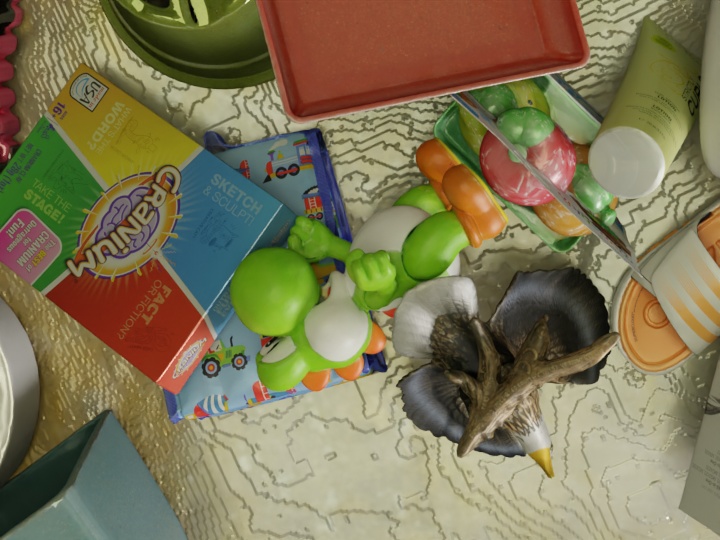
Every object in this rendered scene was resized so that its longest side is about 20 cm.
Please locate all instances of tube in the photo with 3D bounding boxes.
[{"bbox_3d":[0.202,-0.115,1.115,0.051,0.200,0.058,-2,116,25],"label":"tube"}]

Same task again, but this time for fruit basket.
[{"bbox_3d":[0.125,-0.081,1.111,0.185,0.200,0.094,43,97,-2],"label":"fruit basket"}]

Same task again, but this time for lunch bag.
[{"bbox_3d":[-0.080,-0.005,1.199,0.149,0.094,0.202,-15,84,8],"label":"lunch bag"}]

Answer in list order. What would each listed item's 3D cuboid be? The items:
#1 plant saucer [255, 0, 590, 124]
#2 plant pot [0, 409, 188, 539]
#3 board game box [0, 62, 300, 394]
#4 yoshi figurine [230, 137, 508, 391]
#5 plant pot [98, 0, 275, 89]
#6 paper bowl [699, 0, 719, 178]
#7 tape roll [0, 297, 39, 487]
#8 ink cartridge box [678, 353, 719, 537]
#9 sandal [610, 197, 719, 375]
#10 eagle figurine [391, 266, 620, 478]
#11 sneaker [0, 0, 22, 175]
[{"bbox_3d":[0.022,-0.197,1.005,0.198,0.037,0.201,-13,82,-17],"label":"plant saucer"},{"bbox_3d":[-0.208,0.256,1.182,0.195,0.196,0.201,-37,100,7],"label":"plant pot"},{"bbox_3d":[-0.164,-0.033,1.164,0.199,0.040,0.154,34,87,21],"label":"board game box"},{"bbox_3d":[-0.008,-0.008,1.098,0.200,0.112,0.112,-42,69,3],"label":"yoshi figurine"},{"bbox_3d":[-0.106,-0.221,1.112,0.198,0.190,0.202,0,98,3],"label":"plant pot"},{"bbox_3d":[0.286,-0.130,1.097,0.103,0.200,0.203,4,98,18],"label":"paper bowl"},{"bbox_3d":[-0.343,0.094,1.216,0.200,0.071,0.205,0,93,4],"label":"tape roll"},{"bbox_3d":[0.324,0.098,1.156,0.144,0.083,0.202,11,98,-26],"label":"ink cartridge box"},{"bbox_3d":[0.262,-0.010,1.183,0.079,0.059,0.207,43,97,-2],"label":"sandal"},{"bbox_3d":[0.100,0.074,1.137,0.150,0.200,0.152,5,97,7],"label":"eagle figurine"},{"bbox_3d":[-0.300,-0.157,1.195,0.094,0.079,0.202,5,96,14],"label":"sneaker"}]
